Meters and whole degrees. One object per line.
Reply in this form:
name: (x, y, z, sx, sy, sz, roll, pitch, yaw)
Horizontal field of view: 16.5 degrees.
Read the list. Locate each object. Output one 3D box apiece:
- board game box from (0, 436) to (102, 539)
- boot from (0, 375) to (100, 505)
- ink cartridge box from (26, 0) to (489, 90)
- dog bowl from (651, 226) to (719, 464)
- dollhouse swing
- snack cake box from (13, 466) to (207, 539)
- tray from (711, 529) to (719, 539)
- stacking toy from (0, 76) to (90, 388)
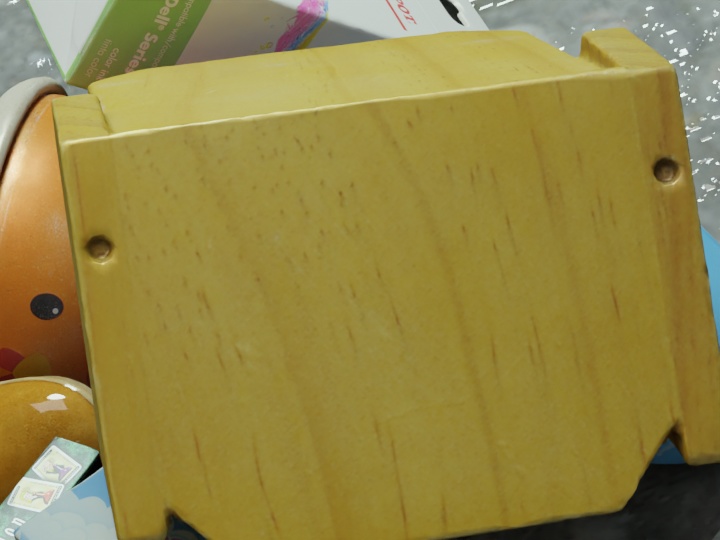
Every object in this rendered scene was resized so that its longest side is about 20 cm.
board game box: (-0.143, 0.160, 0.840, 0.023, 0.105, 0.200, 22, 53, 21)
boot: (-0.188, 0.111, 0.878, 0.201, 0.071, 0.144, -27, 4, 23)
ink cartridge box: (-0.041, -0.110, 1.051, 0.067, 0.199, 0.117, -57, 39, 25)
dog bowl: (0.086, -0.005, 0.935, 0.111, 0.050, 0.200, -20, 49, -26)
dollhouse swing: (0.000, 0.000, 0.865, 0.199, 0.176, 0.183, -8, 87, -8)
snack cake box: (-0.023, 0.154, 0.801, 0.067, 0.115, 0.200, -34, 45, -23)
tray: (0.170, 0.092, 0.826, 0.200, 0.022, 0.107, -50, 49, -7)
stacking toy: (-0.055, 0.009, 0.964, 0.199, 0.146, 0.147, 8, 50, 7)
